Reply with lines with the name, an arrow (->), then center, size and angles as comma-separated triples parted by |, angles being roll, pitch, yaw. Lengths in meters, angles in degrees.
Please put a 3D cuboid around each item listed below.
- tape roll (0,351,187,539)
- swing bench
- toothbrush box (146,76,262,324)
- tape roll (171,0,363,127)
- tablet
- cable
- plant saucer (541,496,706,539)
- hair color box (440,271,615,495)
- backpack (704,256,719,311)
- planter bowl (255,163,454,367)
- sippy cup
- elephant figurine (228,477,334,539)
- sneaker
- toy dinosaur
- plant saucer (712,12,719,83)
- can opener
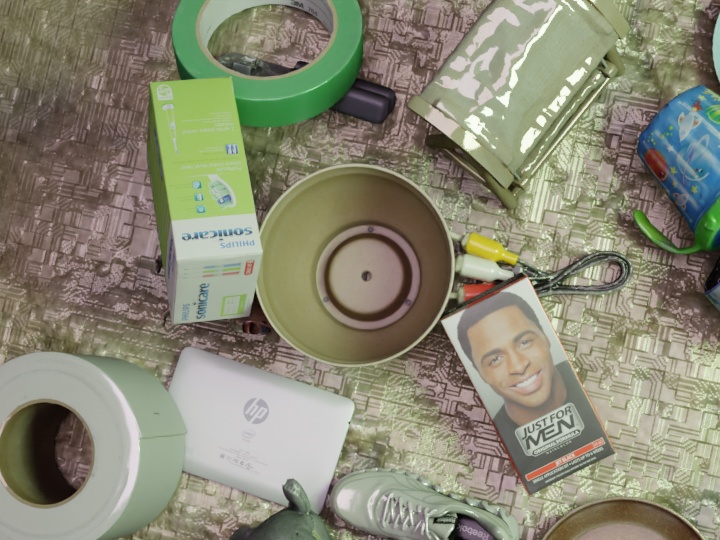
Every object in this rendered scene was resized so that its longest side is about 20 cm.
tape roll -> -0.298, 0.186, 1.374 | 0.202, 0.139, 0.203 | -1, 84, 12
swing bench -> 0.162, -0.186, 1.327 | 0.130, 0.200, 0.199 | 38, 90, 9
toothbrush box -> -0.158, -0.068, 1.315 | 0.086, 0.146, 0.200 | -5, 64, -13
tape roll -> -0.097, -0.244, 1.402 | 0.200, 0.048, 0.201 | 0, 59, 0
tablet -> -0.117, 0.171, 1.423 | 0.200, 0.014, 0.130 | 17, 87, 8
cable -> 0.180, 0.015, 1.380 | 0.200, 0.050, 0.097 | 5, 86, 9
plant saucer -> 0.265, 0.329, 1.339 | 0.200, 0.037, 0.201 | -1, 79, 4
hair color box -> 0.168, 0.114, 1.348 | 0.101, 0.061, 0.200 | -28, 93, 4
backpack -> 0.443, -0.007, 1.283 | 0.200, 0.183, 0.147 | -42, 80, 7
planter bowl -> 0.000, 0.000, 1.363 | 0.200, 0.135, 0.201 | -1, 85, 7
sippy cup -> 0.354, -0.111, 1.337 | 0.178, 0.140, 0.130 | -37, 70, -9
elephant figurine -> -0.118, 0.328, 1.357 | 0.200, 0.142, 0.155 | -17, 53, 21
sneaker -> 0.064, 0.251, 1.358 | 0.200, 0.081, 0.075 | 12, 88, 10
toy dinosaur -> -0.146, -0.012, 1.414 | 0.135, 0.086, 0.200 | -1, 69, -2
plant saucer -> 0.464, -0.227, 1.374 | 0.201, 0.039, 0.201 | -1, 85, 7
can opener -> -0.064, -0.189, 1.441 | 0.200, 0.053, 0.067 | 18, 119, 8
